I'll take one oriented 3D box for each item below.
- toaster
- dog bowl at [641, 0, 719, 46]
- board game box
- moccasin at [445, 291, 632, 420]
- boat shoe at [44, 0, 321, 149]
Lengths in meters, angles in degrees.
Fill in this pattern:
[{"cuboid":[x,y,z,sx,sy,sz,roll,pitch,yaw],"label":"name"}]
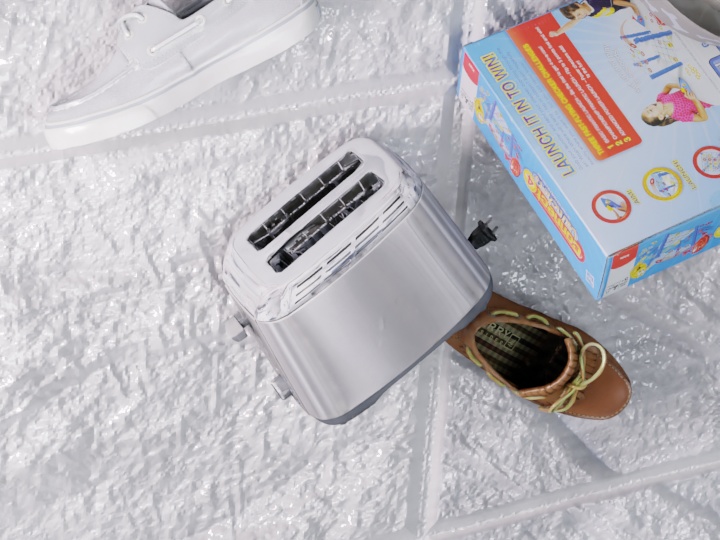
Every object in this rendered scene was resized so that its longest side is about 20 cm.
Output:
[{"cuboid":[0.000,0.000,1.620,0.200,0.114,0.129,-39,128,-3],"label":"toaster"},{"cuboid":[0.262,-0.247,1.604,0.198,0.059,0.202,2,83,-16],"label":"dog bowl"},{"cuboid":[0.199,-0.104,1.619,0.195,0.201,0.056,-23,151,-17],"label":"board game box"},{"cuboid":[0.141,0.068,1.767,0.074,0.078,0.201,-50,130,5],"label":"moccasin"},{"cuboid":[-0.121,-0.145,1.492,0.199,0.072,0.069,-27,107,-6],"label":"boat shoe"}]
